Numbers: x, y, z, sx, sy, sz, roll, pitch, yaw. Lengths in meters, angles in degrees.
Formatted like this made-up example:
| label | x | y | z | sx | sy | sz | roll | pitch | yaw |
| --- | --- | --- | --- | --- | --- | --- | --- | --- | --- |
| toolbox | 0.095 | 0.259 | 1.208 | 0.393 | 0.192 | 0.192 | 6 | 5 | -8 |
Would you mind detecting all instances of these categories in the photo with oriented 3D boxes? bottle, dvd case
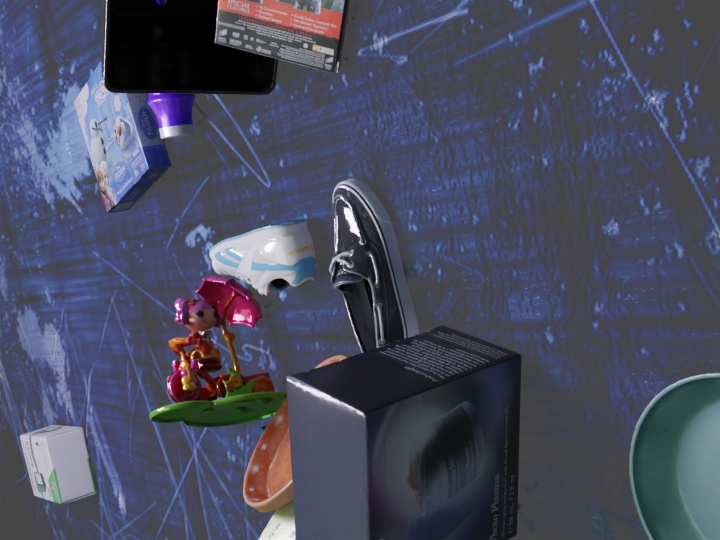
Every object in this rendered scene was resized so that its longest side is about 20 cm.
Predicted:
| label | x | y | z | sx | sy | sz | roll | pitch | yaw |
| --- | --- | --- | --- | --- | --- | --- | --- | --- | --- |
| bottle | -0.265 | -0.282 | 1.243 | 0.083 | 0.065 | 0.201 | 1 | 102 | 54 |
| dvd case | -0.076 | -0.319 | 0.953 | 0.145 | 0.022 | 0.201 | 16 | 121 | 10 |

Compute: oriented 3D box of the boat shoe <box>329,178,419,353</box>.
| label | x | y | z | sx | sy | sz | roll | pitch | yaw |
| --- | --- | --- | --- | --- | --- | --- | --- | --- | --- |
| boat shoe | 0.000 | 0.000 | 0.981 | 0.072 | 0.068 | 0.201 | -20 | 85 | 53 |

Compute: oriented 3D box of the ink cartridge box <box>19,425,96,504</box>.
| label | x | y | z | sx | sy | sz | roll | pitch | yaw |
| --- | --- | --- | --- | --- | --- | --- | --- | --- | --- |
| ink cartridge box | -0.655 | 0.416 | 1.977 | 0.200 | 0.084 | 0.147 | -12 | 91 | 54 |

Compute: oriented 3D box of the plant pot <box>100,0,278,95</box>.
| label | x | y | z | sx | sy | sz | roll | pitch | yaw |
| --- | --- | --- | --- | --- | --- | --- | --- | --- | --- |
| plant pot | -0.210 | -0.332 | 1.059 | 0.178 | 0.199 | 0.201 | -126 | 40 | -48 |

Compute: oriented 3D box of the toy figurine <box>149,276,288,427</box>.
| label | x | y | z | sx | sy | sz | roll | pitch | yaw |
| --- | --- | --- | --- | --- | --- | --- | --- | --- | --- |
| toy figurine | -0.192 | 0.098 | 1.193 | 0.150 | 0.199 | 0.185 | -31 | 64 | 44 |

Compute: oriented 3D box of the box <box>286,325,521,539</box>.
| label | x | y | z | sx | sy | sz | roll | pitch | yaw |
| --- | --- | --- | --- | --- | --- | --- | --- | --- | --- |
| box | 0.046 | 0.182 | 0.872 | 0.123 | 0.198 | 0.201 | 18 | 116 | 49 |

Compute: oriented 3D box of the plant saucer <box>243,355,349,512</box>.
| label | x | y | z | sx | sy | sz | roll | pitch | yaw |
| --- | --- | --- | --- | --- | --- | --- | --- | --- | --- |
| plant saucer | -0.064 | 0.190 | 1.058 | 0.032 | 0.201 | 0.200 | 37 | 146 | -17 |

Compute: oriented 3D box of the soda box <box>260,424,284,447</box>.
| label | x | y | z | sx | sy | sz | roll | pitch | yaw |
| --- | --- | --- | --- | --- | --- | --- | --- | --- | --- |
| soda box | -0.045 | 0.255 | 1.129 | 0.200 | 0.064 | 0.068 | 25 | 120 | 46 |

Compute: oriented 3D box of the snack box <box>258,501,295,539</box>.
| label | x | y | z | sx | sy | sz | roll | pitch | yaw |
| --- | --- | --- | --- | --- | --- | --- | --- | --- | --- |
| snack box | -0.028 | 0.255 | 1.017 | 0.116 | 0.200 | 0.037 | 13 | 155 | 48 |

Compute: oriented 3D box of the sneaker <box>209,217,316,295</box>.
| label | x | y | z | sx | sy | sz | roll | pitch | yaw |
| --- | --- | --- | --- | --- | --- | --- | --- | --- | --- |
| sneaker | -0.126 | -0.008 | 1.143 | 0.200 | 0.076 | 0.081 | -13 | 93 | 56 |

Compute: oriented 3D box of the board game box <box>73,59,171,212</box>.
| label | x | y | z | sx | sy | sz | roll | pitch | yaw |
| --- | --- | --- | --- | --- | --- | --- | --- | --- | --- |
| board game box | -0.377 | -0.217 | 1.432 | 0.200 | 0.043 | 0.200 | -29 | 77 | 53 |

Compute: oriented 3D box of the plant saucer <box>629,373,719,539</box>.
| label | x | y | z | sx | sy | sz | roll | pitch | yaw |
| --- | --- | --- | --- | --- | --- | --- | --- | --- | --- |
| plant saucer | 0.293 | 0.169 | 0.676 | 0.200 | 0.036 | 0.201 | 23 | 120 | 48 |
